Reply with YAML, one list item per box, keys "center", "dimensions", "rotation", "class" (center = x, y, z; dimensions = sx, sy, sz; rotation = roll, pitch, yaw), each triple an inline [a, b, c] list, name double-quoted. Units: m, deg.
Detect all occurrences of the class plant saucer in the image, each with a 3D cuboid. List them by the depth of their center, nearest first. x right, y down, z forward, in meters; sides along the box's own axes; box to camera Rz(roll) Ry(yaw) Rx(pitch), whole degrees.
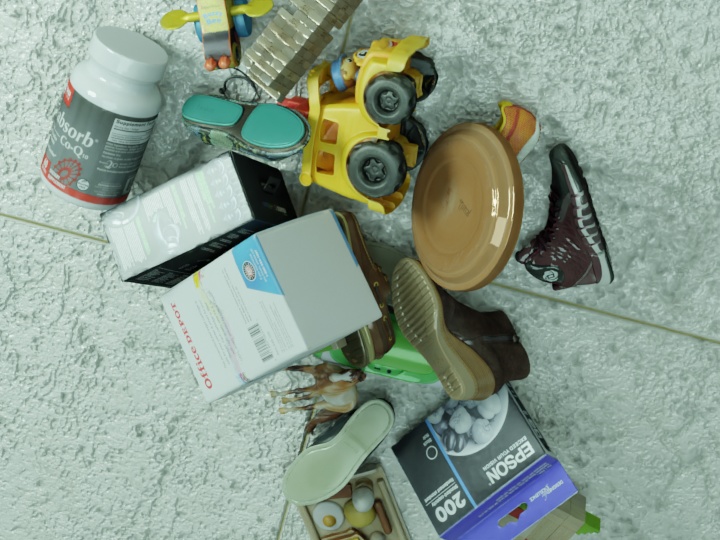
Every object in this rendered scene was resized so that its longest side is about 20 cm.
- center: [0.120, -0.076, 1.600]
  dimensions: [0.032, 0.201, 0.202]
  rotation: [3, 122, -34]
  class: "plant saucer"

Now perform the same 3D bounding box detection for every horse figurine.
- center: [-0.050, 0.163, 1.784]
  dimensions: [0.131, 0.051, 0.201]
  rotation: [-6, 154, 4]
  class: "horse figurine"

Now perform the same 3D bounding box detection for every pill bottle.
- center: [-0.309, -0.185, 1.624]
  dimensions: [0.115, 0.116, 0.202]
  rotation: [22, 115, -7]
  class: "pill bottle"

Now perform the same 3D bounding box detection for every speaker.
- center: [0.037, 0.096, 1.759]
  dimensions: [0.197, 0.089, 0.089]
  rotation: [14, 117, -3]
  class: "speaker"

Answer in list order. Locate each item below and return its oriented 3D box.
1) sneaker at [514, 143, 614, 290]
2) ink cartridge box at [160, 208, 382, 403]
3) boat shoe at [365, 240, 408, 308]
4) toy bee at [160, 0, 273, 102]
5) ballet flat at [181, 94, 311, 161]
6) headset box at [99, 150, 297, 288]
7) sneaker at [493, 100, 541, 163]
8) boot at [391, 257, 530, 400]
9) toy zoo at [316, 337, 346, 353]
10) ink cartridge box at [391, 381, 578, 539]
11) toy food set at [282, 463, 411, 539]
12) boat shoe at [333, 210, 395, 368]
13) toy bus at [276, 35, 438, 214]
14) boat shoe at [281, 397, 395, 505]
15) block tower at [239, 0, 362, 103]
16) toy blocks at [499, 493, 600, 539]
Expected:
- center: [0.240, -0.054, 1.680]
  dimensions: [0.114, 0.076, 0.202]
  rotation: [-16, 115, 15]
  class: "sneaker"
- center: [-0.110, 0.044, 1.607]
  dimensions: [0.199, 0.145, 0.148]
  rotation: [-29, 85, 42]
  class: "ink cartridge box"
- center: [0.000, 0.000, 1.741]
  dimensions: [0.198, 0.073, 0.063]
  rotation: [25, 158, -14]
  class: "boat shoe"
- center: [-0.158, -0.282, 1.571]
  dimensions: [0.130, 0.109, 0.201]
  rotation: [-27, 111, 16]
  class: "toy bee"
- center: [-0.128, -0.166, 1.605]
  dimensions: [0.198, 0.074, 0.075]
  rotation: [22, 123, 35]
  class: "ballet flat"
- center: [-0.185, -0.060, 1.636]
  dimensions: [0.198, 0.174, 0.094]
  rotation: [-24, 80, 15]
  class: "headset box"
- center: [0.143, -0.121, 1.659]
  dimensions: [0.077, 0.073, 0.201]
  rotation: [30, 103, -11]
  class: "sneaker"
- center: [0.129, 0.068, 1.714]
  dimensions: [0.072, 0.166, 0.202]
  rotation: [-32, 79, 36]
  class: "boot"
- center: [-0.114, 0.052, 1.726]
  dimensions: [0.198, 0.020, 0.133]
  rotation: [-15, 96, 41]
  class: "toy zoo"
- center: [0.161, 0.265, 1.792]
  dimensions: [0.198, 0.043, 0.201]
  rotation: [-41, 65, 20]
  class: "ink cartridge box"
- center: [-0.012, 0.375, 1.913]
  dimensions: [0.142, 0.061, 0.202]
  rotation: [-16, 114, 11]
  class: "toy food set"
- center: [-0.002, 0.018, 1.672]
  dimensions: [0.067, 0.072, 0.203]
  rotation: [-22, 109, -31]
  class: "boat shoe"
- center: [-0.014, -0.192, 1.608]
  dimensions: [0.190, 0.136, 0.202]
  rotation: [16, 116, 14]
  class: "toy bus"
- center: [-0.026, 0.247, 1.845]
  dimensions: [0.074, 0.066, 0.200]
  rotation: [42, 103, 6]
  class: "boat shoe"
- center: [-0.058, -0.293, 1.552]
  dimensions: [0.054, 0.058, 0.201]
  rotation: [42, 99, 20]
  class: "block tower"
- center: [0.217, 0.342, 1.875]
  dimensions: [0.198, 0.100, 0.137]
  rotation: [28, 126, -9]
  class: "toy blocks"
